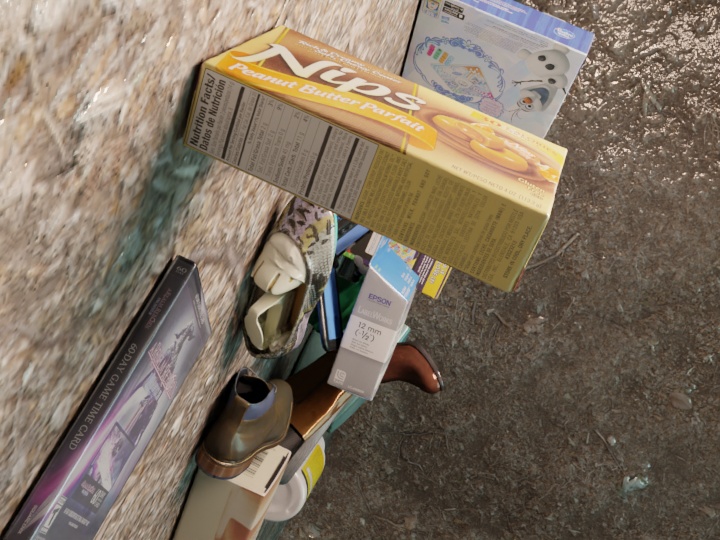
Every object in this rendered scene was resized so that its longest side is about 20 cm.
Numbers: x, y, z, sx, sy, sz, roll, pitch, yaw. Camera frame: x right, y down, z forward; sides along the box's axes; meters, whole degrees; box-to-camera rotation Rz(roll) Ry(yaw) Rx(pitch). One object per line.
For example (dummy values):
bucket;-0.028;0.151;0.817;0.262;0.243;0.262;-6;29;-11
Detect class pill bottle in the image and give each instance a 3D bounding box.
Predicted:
pill bottle;-0.123;0.333;1.529;0.111;0.111;0.200;-66;174;16

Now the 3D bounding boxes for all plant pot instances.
plant pot;-0.034;0.160;1.517;0.200;0.141;0.141;-55;171;-21

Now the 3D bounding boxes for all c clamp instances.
c clamp;-0.012;-0.009;1.411;0.200;0.027;0.171;-64;-169;1

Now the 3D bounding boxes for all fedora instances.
fedora;-0.091;0.216;1.333;0.200;0.090;0.177;-53;178;-17

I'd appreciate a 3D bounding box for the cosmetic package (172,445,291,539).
cosmetic package;-0.166;0.302;1.092;0.103;0.087;0.200;-56;170;-64

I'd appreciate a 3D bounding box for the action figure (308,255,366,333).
action figure;-0.025;0.044;1.310;0.200;0.118;0.055;-47;-141;51

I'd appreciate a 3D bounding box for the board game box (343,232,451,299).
board game box;0.079;-0.084;1.292;0.200;0.165;0.057;-65;175;10

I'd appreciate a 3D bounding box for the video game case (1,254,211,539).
video game case;-0.160;0.101;0.607;0.200;0.019;0.143;-62;174;-22

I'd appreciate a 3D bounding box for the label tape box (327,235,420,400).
label tape box;0.030;0.045;1.134;0.143;0.066;0.200;-48;161;-75

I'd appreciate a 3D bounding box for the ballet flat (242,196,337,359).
ballet flat;-0.072;0.015;0.837;0.072;0.072;0.200;-59;171;-48

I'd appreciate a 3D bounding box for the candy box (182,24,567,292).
candy box;0.014;-0.072;0.521;0.115;0.200;0.055;-55;168;-61

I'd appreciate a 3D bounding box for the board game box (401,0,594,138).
board game box;0.156;-0.247;1.102;0.199;0.200;0.043;107;9;-59

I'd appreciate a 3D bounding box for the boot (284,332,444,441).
boot;-0.009;0.162;1.237;0.200;0.188;0.069;-36;140;-24

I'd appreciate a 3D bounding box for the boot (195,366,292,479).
boot;-0.110;0.150;1.018;0.097;0.075;0.200;-64;174;24

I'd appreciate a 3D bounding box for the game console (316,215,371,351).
game console;0.000;0.000;1.097;0.171;0.118;0.200;-38;176;1
